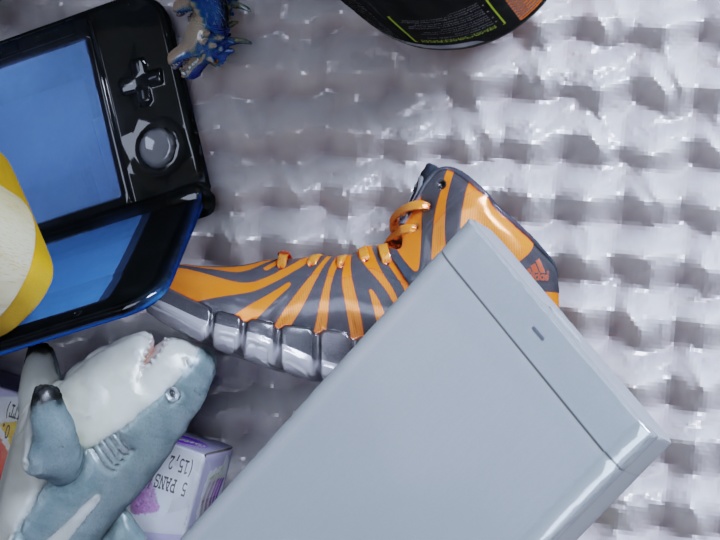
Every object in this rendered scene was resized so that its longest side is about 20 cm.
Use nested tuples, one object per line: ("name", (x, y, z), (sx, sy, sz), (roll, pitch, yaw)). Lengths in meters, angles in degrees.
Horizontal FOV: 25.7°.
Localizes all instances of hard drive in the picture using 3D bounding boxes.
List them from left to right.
("hard drive", (0.019, 0.095, 0.667), (0.200, 0.027, 0.132), (-48, 53, 14))

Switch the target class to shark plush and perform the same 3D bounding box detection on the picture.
("shark plush", (-0.128, 0.125, 0.728), (0.082, 0.091, 0.203), (14, 86, -17))

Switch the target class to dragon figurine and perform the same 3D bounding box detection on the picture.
("dragon figurine", (-0.062, -0.182, 0.731), (0.201, 0.099, 0.059), (-56, 42, 30))

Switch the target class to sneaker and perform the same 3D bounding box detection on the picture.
("sneaker", (0.000, 0.000, 0.752), (0.197, 0.078, 0.113), (14, 86, 5))

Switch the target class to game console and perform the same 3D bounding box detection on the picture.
("game console", (-0.183, -0.037, 0.767), (0.198, 0.118, 0.173), (-16, 82, 12))

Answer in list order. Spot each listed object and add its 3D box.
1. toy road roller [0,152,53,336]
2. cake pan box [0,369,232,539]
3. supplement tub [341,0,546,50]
("toy road roller", (-0.242, -0.030, 0.705), (0.146, 0.123, 0.200), (-44, 48, 9))
("cake pan box", (-0.173, 0.152, 0.794), (0.198, 0.052, 0.186), (17, 94, 13))
("supplement tub", (0.028, -0.165, 0.680), (0.121, 0.200, 0.124), (-1, 87, 14))
